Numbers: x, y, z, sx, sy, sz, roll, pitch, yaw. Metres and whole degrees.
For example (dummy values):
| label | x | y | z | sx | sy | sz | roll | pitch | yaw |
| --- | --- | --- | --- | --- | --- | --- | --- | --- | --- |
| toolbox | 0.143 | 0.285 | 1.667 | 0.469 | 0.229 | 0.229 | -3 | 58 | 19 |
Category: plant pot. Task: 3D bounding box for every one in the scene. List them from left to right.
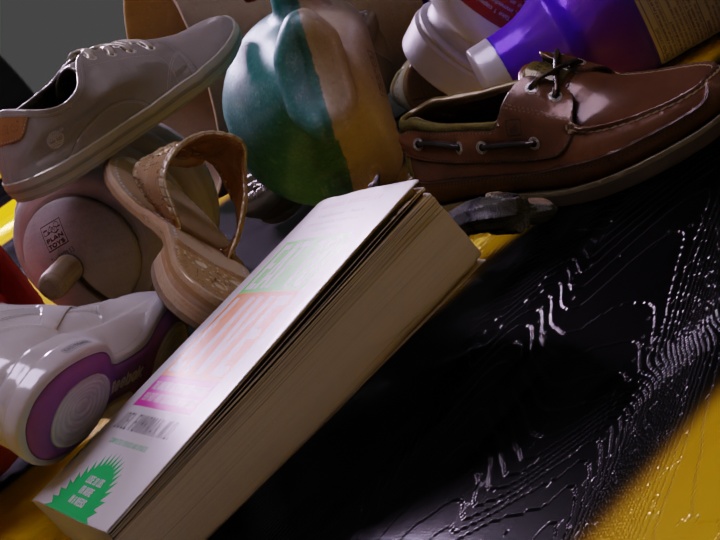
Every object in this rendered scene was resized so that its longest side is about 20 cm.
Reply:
| label | x | y | z | sx | sy | sz | roll | pitch | yaw |
| --- | --- | --- | --- | --- | --- | --- | --- | --- | --- |
| plant pot | -0.055 | -0.173 | 1.415 | 0.199 | 0.188 | 0.187 | -20 | 10 | -19 |

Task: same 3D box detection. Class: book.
| label | x | y | z | sx | sy | sz | roll | pitch | yaw |
| --- | --- | --- | --- | --- | --- | --- | --- | --- | --- |
| book | -0.051 | 0.047 | 0.824 | 0.200 | 0.048 | 0.133 | -47 | 18 | -17 |

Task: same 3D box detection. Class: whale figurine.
| label | x | y | z | sx | sy | sz | roll | pitch | yaw |
| --- | --- | --- | --- | --- | --- | --- | --- | --- | --- |
| whale figurine | -0.037 | -0.102 | 1.113 | 0.103 | 0.160 | 0.200 | -16 | 0 | 4 |

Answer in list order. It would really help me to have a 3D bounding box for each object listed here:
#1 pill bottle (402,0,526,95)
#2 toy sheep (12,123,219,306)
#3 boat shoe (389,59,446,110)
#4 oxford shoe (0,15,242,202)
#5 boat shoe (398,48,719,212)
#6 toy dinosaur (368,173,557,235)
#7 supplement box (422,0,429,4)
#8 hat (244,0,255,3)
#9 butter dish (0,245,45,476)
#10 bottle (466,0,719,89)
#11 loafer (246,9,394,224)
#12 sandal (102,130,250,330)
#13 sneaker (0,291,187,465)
| label | x | y | z | sx | sy | sz | roll | pitch | yaw |
| --- | --- | --- | --- | --- | --- | --- | --- | --- | --- |
| pill bottle | 0.108 | -0.201 | 1.132 | 0.200 | 0.112 | 0.112 | -58 | -2 | 30 |
| toy sheep | -0.149 | -0.026 | 1.137 | 0.137 | 0.138 | 0.200 | -26 | 15 | 18 |
| boat shoe | 0.104 | -0.175 | 1.260 | 0.199 | 0.074 | 0.063 | -33 | 17 | -9 |
| oxford shoe | -0.141 | -0.110 | 1.080 | 0.075 | 0.058 | 0.200 | -10 | 24 | 46 |
| boat shoe | 0.098 | -0.074 | 0.928 | 0.199 | 0.068 | 0.072 | -18 | 17 | 39 |
| toy dinosaur | 0.000 | 0.000 | 0.929 | 0.199 | 0.048 | 0.088 | -33 | 20 | 4 |
| supplement box | 0.139 | -0.259 | 1.422 | 0.199 | 0.102 | 0.103 | -19 | 18 | 40 |
| hat | 0.013 | -0.193 | 1.100 | 0.199 | 0.177 | 0.166 | -9 | -31 | -8 |
| butter dish | -0.241 | 0.067 | 0.964 | 0.200 | 0.200 | 0.148 | -46 | 47 | -14 |
| bottle | 0.158 | -0.156 | 1.063 | 0.199 | 0.084 | 0.065 | -31 | 26 | 2 |
| loafer | -0.022 | -0.100 | 1.284 | 0.076 | 0.067 | 0.200 | -14 | 37 | 45 |
| sandal | -0.081 | -0.039 | 0.988 | 0.070 | 0.077 | 0.212 | -56 | 26 | 13 |
| sneaker | -0.150 | 0.037 | 0.914 | 0.099 | 0.075 | 0.200 | 20 | 9 | 14 |
